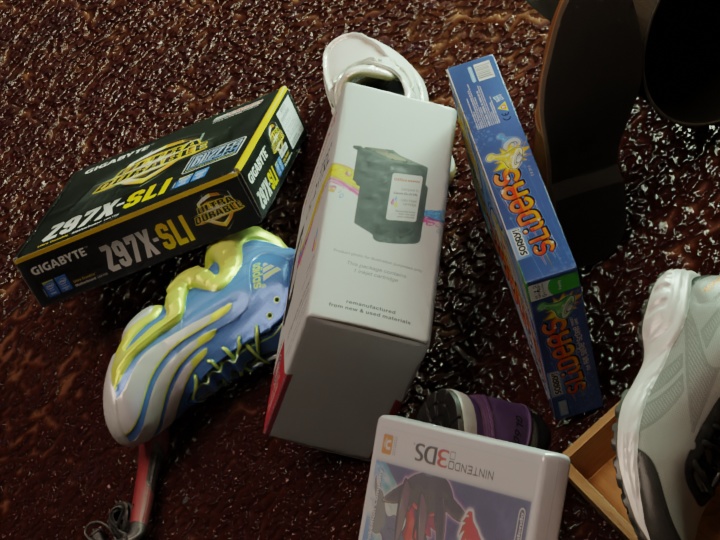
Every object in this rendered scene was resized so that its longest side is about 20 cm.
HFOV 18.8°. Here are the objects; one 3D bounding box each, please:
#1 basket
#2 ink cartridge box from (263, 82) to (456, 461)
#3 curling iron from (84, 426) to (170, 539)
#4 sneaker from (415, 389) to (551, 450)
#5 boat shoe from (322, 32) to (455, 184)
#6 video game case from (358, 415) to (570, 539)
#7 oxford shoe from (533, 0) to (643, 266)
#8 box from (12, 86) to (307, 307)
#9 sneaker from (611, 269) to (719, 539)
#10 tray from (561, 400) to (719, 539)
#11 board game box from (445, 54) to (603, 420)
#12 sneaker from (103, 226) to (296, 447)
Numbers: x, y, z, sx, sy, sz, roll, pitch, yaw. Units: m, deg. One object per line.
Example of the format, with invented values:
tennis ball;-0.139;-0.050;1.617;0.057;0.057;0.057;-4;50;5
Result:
basket;0.202;-0.204;1.508;0.180;0.136;0.200;-42;37;-11
ink cartridge box;0.000;0.000;1.451;0.082;0.146;0.201;13;52;-6
curling iron;-0.157;0.120;1.557;0.049;0.026;0.201;-10;48;25
sneaker;0.081;0.175;1.301;0.076;0.087;0.202;-17;66;61
boat shoe;0.011;-0.129;1.623;0.071;0.069;0.200;-37;40;5
video game case;0.045;0.192;1.243;0.182;0.023;0.202;6;87;61
oxford shoe;0.137;-0.106;1.427;0.071;0.201;0.071;-8;32;-18
box;-0.149;-0.057;1.651;0.199;0.050;0.160;-20;23;21
sneaker;0.195;0.081;1.250;0.079;0.074;0.201;-3;52;28
tray;0.207;0.141;1.267;0.099;0.037;0.200;-41;42;-2
board game box;0.105;-0.023;1.400;0.034;0.136;0.201;-17;46;0
sneaker;-0.097;0.045;1.534;0.104;0.076;0.201;7;51;36
